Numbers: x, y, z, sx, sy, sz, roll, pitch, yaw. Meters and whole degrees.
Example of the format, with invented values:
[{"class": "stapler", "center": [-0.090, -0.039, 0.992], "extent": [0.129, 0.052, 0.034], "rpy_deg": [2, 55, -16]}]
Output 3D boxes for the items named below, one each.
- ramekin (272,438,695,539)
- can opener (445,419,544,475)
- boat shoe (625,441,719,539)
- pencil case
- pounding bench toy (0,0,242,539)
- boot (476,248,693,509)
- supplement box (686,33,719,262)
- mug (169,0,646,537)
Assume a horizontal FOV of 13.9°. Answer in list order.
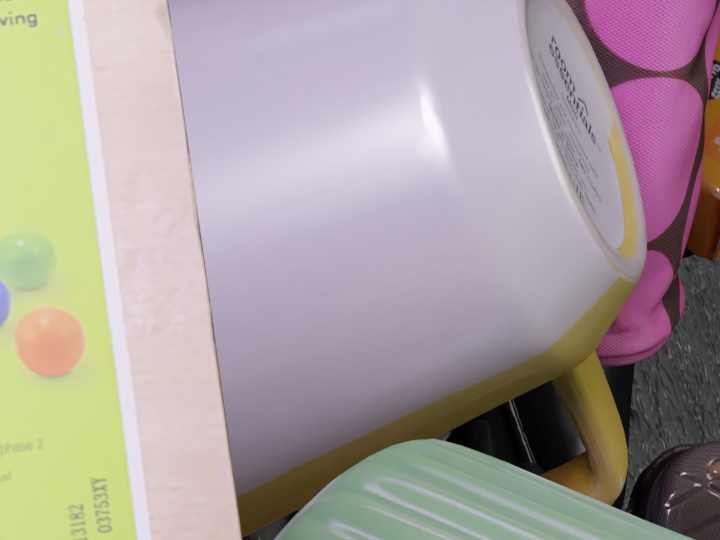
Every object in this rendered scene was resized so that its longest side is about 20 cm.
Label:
[{"class": "ramekin", "center": [0.015, 0.135, 0.648], "extent": [0.200, 0.098, 0.200], "rpy_deg": [-52, 157, -33]}, {"class": "can opener", "center": [0.053, 0.121, 0.957], "extent": [0.063, 0.079, 0.200], "rpy_deg": [52, 16, -25]}, {"class": "boat shoe", "center": [0.138, 0.161, 1.114], "extent": [0.073, 0.074, 0.201], "rpy_deg": [-167, -106, -77]}, {"class": "pencil case", "center": [0.070, -0.079, 0.839], "extent": [0.094, 0.090, 0.201], "rpy_deg": [-82, -179, -70]}, {"class": "pounding bench toy", "center": [-0.128, 0.021, 0.475], "extent": [0.156, 0.199, 0.125], "rpy_deg": [116, -34, -74]}, {"class": "boot", "center": [0.114, -0.010, 1.075], "extent": [0.076, 0.168, 0.201], "rpy_deg": [25, 49, -73]}, {"class": "supplement box", "center": [0.065, -0.094, 1.014], "extent": [0.200, 0.067, 0.069], "rpy_deg": [39, -15, 11]}, {"class": "mug", "center": [-0.004, -0.009, 0.782], "extent": [0.187, 0.153, 0.150], "rpy_deg": [30, 43, -63]}]
